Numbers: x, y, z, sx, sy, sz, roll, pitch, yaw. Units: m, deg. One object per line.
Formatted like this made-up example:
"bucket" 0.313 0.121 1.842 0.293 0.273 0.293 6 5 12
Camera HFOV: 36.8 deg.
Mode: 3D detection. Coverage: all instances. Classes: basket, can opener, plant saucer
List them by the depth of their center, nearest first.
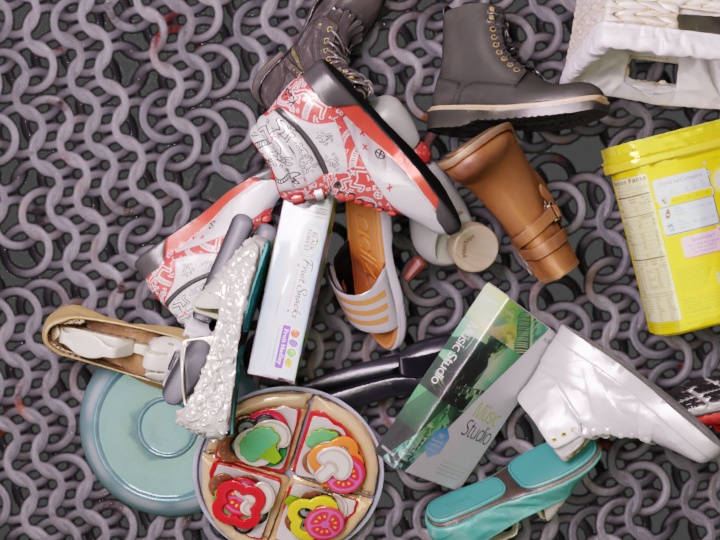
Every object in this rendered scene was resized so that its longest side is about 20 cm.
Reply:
"basket" 0.314 -0.258 1.056 0.198 0.200 0.161 7 89 1
"can opener" -0.137 0.043 1.072 0.053 0.066 0.200 23 86 -16
"can opener" 0.025 0.111 1.136 0.200 0.063 0.079 -15 117 11
"plant saucer" -0.204 0.165 1.153 0.200 0.027 0.200 0 90 1

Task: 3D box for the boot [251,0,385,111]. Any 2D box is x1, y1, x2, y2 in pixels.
"boot" -0.022 -0.199 1.071 0.069 0.174 0.200 37 98 -31

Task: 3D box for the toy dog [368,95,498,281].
"toy dog" 0.048 -0.068 1.091 0.096 0.132 0.200 -37 90 -6

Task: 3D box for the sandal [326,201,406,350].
"sandal" -0.005 -0.004 1.086 0.059 0.079 0.207 -27 126 -27

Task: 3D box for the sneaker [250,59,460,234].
"sneaker" -0.008 -0.084 0.984 0.108 0.067 0.201 -40 108 14

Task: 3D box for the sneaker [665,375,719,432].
"sneaker" 0.399 0.156 1.122 0.200 0.077 0.085 -8 101 4

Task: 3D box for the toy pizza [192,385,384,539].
"toy pizza" -0.075 0.215 1.121 0.200 0.032 0.201 0 107 -2

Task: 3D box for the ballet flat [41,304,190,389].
"ballet flat" -0.231 0.086 1.108 0.200 0.063 0.069 12 98 1

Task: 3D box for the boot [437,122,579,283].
"boot" 0.151 -0.057 1.061 0.077 0.200 0.155 -28 82 14

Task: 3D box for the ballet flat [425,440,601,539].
"ballet flat" 0.164 0.239 1.132 0.200 0.067 0.070 -24 118 -6

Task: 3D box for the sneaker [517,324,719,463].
"sneaker" 0.252 0.156 1.085 0.200 0.074 0.116 37 98 31

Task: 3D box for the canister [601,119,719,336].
"canister" 0.344 -0.045 1.113 0.148 0.087 0.200 -14 92 1

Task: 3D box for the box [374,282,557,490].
"box" 0.113 0.122 1.094 0.036 0.144 0.200 33 91 36

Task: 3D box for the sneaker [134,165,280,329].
"sneaker" -0.127 -0.021 1.131 0.201 0.067 0.108 -36 91 5

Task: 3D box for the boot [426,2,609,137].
"boot" 0.153 -0.210 1.081 0.200 0.077 0.139 2 86 36

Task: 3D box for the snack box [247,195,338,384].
"snack box" -0.065 0.005 1.091 0.053 0.142 0.200 13 90 0

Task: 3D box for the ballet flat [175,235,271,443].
"ballet flat" -0.133 0.059 1.012 0.072 0.072 0.200 11 83 1
